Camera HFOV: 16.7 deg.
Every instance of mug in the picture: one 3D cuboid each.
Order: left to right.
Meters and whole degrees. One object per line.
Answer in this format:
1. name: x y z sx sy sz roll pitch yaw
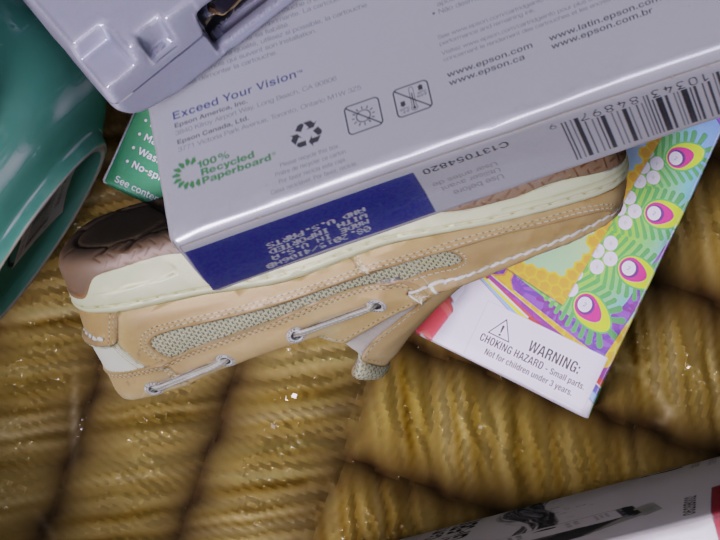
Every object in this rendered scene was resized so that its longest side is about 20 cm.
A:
1. mug: -0.162 -0.037 0.846 0.114 0.185 0.152 35 107 1

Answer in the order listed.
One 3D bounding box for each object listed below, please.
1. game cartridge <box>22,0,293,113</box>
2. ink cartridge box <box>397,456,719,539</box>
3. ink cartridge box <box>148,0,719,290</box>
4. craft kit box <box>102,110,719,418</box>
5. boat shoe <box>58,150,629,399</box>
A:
1. game cartridge: -0.038 -0.155 0.823 0.200 0.041 0.133 -39 60 -4
2. ink cartridge box: 0.079 0.123 0.838 0.199 0.147 0.083 -15 90 9
3. ink cartridge box: 0.018 -0.111 0.823 0.199 0.041 0.201 -18 58 10
4. craft kit box: 0.037 -0.078 0.886 0.199 0.049 0.198 25 94 6
5. boat shoe: 0.000 0.000 0.849 0.199 0.072 0.076 -12 110 14
